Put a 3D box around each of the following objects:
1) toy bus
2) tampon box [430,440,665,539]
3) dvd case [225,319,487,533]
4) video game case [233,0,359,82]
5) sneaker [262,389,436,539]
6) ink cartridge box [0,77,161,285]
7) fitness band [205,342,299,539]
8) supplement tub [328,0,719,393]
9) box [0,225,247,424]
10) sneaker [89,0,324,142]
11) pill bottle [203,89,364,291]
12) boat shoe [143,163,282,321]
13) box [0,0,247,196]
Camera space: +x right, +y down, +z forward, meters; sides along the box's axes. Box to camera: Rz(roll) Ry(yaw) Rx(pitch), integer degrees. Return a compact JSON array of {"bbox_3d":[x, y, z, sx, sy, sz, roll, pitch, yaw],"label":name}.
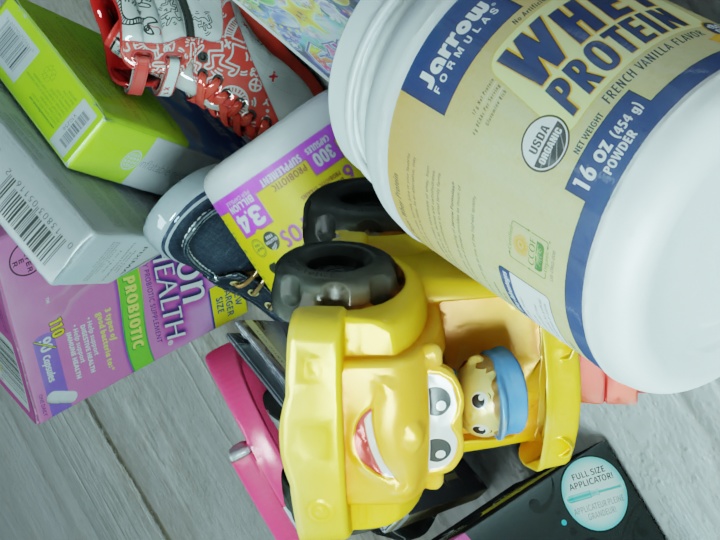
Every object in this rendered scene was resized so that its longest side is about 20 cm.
[{"bbox_3d":[0.058,0.043,0.743,0.189,0.200,0.137,3,112,9],"label":"toy bus"},{"bbox_3d":[0.115,0.231,0.875,0.201,0.149,0.126,58,153,7],"label":"tampon box"},{"bbox_3d":[0.004,0.091,0.944,0.149,0.016,0.200,50,-167,15],"label":"dvd case"},{"bbox_3d":[-0.032,-0.151,0.784,0.199,0.018,0.143,38,165,-24],"label":"video game case"},{"bbox_3d":[0.003,0.145,1.096,0.200,0.080,0.087,42,155,58],"label":"sneaker"},{"bbox_3d":[-0.191,-0.063,0.992,0.160,0.047,0.200,47,-169,12],"label":"ink cartridge box"},{"bbox_3d":[-0.067,0.149,1.180,0.201,0.037,0.144,63,-178,-21],"label":"fitness band"},{"bbox_3d":[0.091,-0.054,0.653,0.200,0.144,0.146,36,144,40],"label":"supplement tub"},{"bbox_3d":[-0.200,-0.014,1.155,0.096,0.199,0.177,37,144,39],"label":"box"},{"bbox_3d":[-0.096,-0.119,0.969,0.203,0.107,0.067,59,153,5],"label":"sneaker"},{"bbox_3d":[0.000,0.000,0.904,0.201,0.104,0.104,56,154,-5],"label":"pill bottle"},{"bbox_3d":[-0.062,-0.008,0.988,0.091,0.071,0.200,45,-171,19],"label":"boat shoe"},{"bbox_3d":[-0.156,-0.107,1.021,0.122,0.048,0.199,50,-165,24],"label":"box"}]
